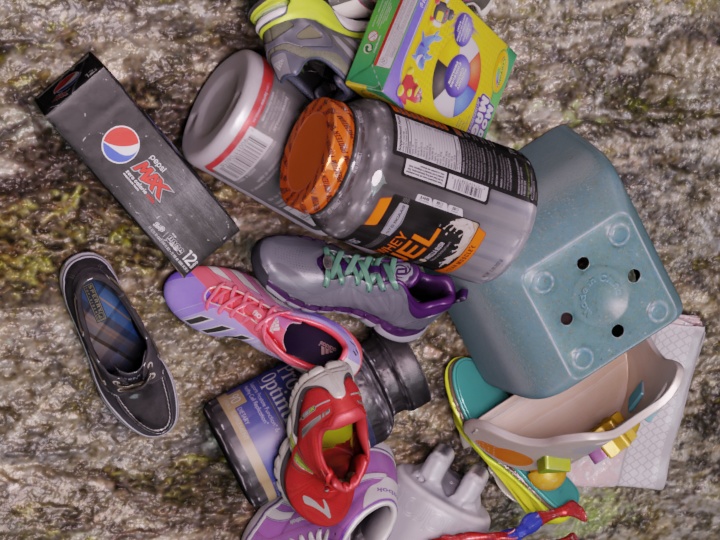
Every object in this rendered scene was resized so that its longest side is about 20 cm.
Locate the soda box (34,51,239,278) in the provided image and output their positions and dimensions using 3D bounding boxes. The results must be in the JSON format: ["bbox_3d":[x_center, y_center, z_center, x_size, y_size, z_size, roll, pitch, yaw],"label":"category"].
[{"bbox_3d":[-0.196,-0.093,1.522,0.071,0.063,0.200,-40,118,-3],"label":"soda box"}]

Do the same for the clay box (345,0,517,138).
[{"bbox_3d":[0.072,-0.174,1.527,0.200,0.047,0.115,31,79,-53],"label":"clay box"}]

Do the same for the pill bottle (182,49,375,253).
[{"bbox_3d":[-0.049,-0.102,1.543,0.199,0.114,0.114,29,98,-27],"label":"pill bottle"}]

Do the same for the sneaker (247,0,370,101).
[{"bbox_3d":[-0.016,-0.176,1.509,0.199,0.081,0.074,13,150,-43],"label":"sneaker"}]

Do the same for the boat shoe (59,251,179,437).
[{"bbox_3d":[-0.215,0.076,1.575,0.070,0.066,0.201,-23,115,-11],"label":"boat shoe"}]

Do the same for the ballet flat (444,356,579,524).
[{"bbox_3d":[0.139,0.177,1.734,0.200,0.067,0.067,51,56,-4],"label":"ballet flat"}]

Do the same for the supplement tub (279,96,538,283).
[{"bbox_3d":[0.040,-0.071,1.458,0.199,0.123,0.123,17,103,-25],"label":"supplement tub"}]

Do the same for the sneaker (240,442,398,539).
[{"bbox_3d":[-0.043,0.259,1.659,0.073,0.115,0.200,34,115,-28],"label":"sneaker"}]

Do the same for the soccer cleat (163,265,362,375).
[{"bbox_3d":[-0.090,0.045,1.563,0.199,0.076,0.067,25,84,9],"label":"soccer cleat"}]

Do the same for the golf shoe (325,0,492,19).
[{"bbox_3d":[0.034,-0.244,1.545,0.199,0.077,0.088,-18,123,-11],"label":"golf shoe"}]

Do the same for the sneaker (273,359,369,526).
[{"bbox_3d":[-0.029,0.172,1.530,0.077,0.085,0.201,-17,138,-17],"label":"sneaker"}]

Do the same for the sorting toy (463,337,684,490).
[{"bbox_3d":[0.226,0.134,1.633,0.199,0.180,0.107,-31,91,-17],"label":"sorting toy"}]

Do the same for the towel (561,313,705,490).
[{"bbox_3d":[0.254,0.133,1.785,0.190,0.032,0.201,6,106,-21],"label":"towel"}]

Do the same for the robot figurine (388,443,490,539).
[{"bbox_3d":[0.053,0.273,1.718,0.169,0.113,0.201,30,98,10],"label":"robot figurine"}]

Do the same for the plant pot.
[{"bbox_3d":[0.187,0.005,1.603,0.195,0.200,0.197,-31,106,-6],"label":"plant pot"}]

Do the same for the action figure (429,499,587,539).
[{"bbox_3d":[0.126,0.274,1.659,0.199,0.052,0.066,-12,118,-18],"label":"action figure"}]

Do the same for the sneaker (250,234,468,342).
[{"bbox_3d":[0.000,0.000,1.545,0.199,0.075,0.087,19,144,-34],"label":"sneaker"}]

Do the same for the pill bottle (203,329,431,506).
[{"bbox_3d":[-0.039,0.131,1.634,0.199,0.112,0.112,-27,116,-9],"label":"pill bottle"}]
